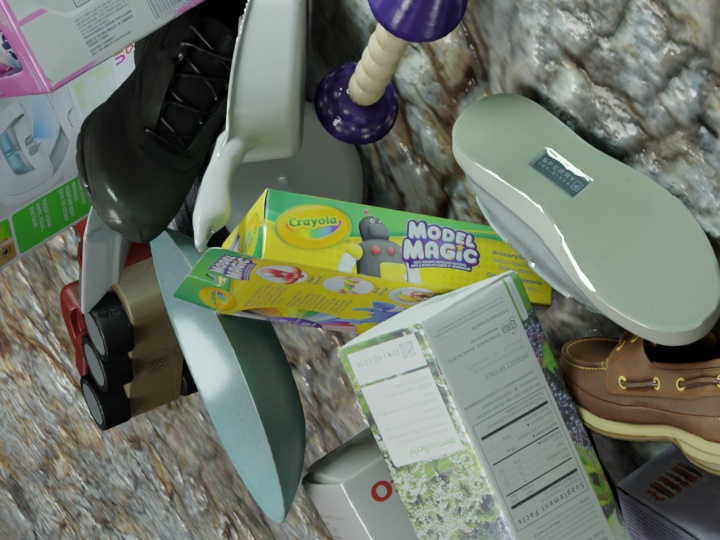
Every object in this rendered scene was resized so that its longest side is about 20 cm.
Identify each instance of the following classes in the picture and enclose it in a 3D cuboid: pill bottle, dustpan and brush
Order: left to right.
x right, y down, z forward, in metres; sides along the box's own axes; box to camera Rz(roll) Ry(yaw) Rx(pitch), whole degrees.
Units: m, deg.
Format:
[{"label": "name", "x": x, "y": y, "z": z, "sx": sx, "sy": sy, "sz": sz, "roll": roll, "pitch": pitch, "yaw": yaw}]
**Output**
[{"label": "pill bottle", "x": -0.080, "y": -0.043, "z": 1.801, "sx": 0.107, "sy": 0.106, "sz": 0.200, "roll": 58, "pitch": 158, "yaw": -5}, {"label": "dustpan and brush", "x": -0.063, "y": -0.091, "z": 1.607, "sx": 0.140, "sy": 0.057, "sz": 0.201, "roll": 91, "pitch": -178, "yaw": -54}]

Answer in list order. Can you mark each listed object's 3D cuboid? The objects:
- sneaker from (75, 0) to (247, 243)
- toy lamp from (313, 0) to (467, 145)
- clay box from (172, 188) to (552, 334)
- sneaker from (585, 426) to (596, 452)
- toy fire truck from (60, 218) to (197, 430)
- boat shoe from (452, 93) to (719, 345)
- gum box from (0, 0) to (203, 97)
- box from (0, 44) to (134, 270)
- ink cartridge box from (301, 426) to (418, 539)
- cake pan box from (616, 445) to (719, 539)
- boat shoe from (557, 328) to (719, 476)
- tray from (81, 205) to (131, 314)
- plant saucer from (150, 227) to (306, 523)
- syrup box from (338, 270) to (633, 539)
[{"label": "sneaker", "x": -0.111, "y": -0.108, "z": 1.686, "sx": 0.076, "sy": 0.201, "sz": 0.091, "roll": 31, "pitch": 144, "yaw": -22}, {"label": "toy lamp", "x": 0.020, "y": -0.130, "z": 1.550, "sx": 0.058, "sy": 0.058, "sz": 0.200, "roll": 53, "pitch": 160, "yaw": 9}, {"label": "clay box", "x": 0.000, "y": 0.000, "z": 1.601, "sx": 0.115, "sy": 0.199, "sz": 0.048, "roll": 136, "pitch": 142, "yaw": -67}, {"label": "sneaker", "x": 0.114, "y": 0.150, "z": 1.618, "sx": 0.091, "sy": 0.075, "sz": 0.201, "roll": -174, "pitch": 67, "yaw": -80}, {"label": "toy fire truck", "x": -0.210, "y": 0.002, "z": 2.133, "sx": 0.201, "sy": 0.128, "sz": 0.176, "roll": 60, "pitch": 161, "yaw": 24}, {"label": "boat shoe", "x": 0.124, "y": -0.018, "z": 1.481, "sx": 0.201, "sy": 0.070, "sz": 0.072, "roll": 45, "pitch": 166, "yaw": 37}, {"label": "gum box", "x": -0.148, "y": -0.172, "z": 1.642, "sx": 0.113, "sy": 0.200, "sz": 0.066, "roll": -1, "pitch": 120, "yaw": 62}, {"label": "box", "x": -0.237, "y": -0.121, "z": 1.926, "sx": 0.097, "sy": 0.176, "sz": 0.201, "roll": 44, "pitch": 154, "yaw": 33}, {"label": "ink cartridge box", "x": 0.078, "y": 0.173, "z": 1.707, "sx": 0.201, "sy": 0.146, "sz": 0.084, "roll": 59, "pitch": 164, "yaw": -8}, {"label": "cake pan box", "x": 0.237, "y": 0.216, "z": 1.571, "sx": 0.200, "sy": 0.052, "sz": 0.185, "roll": 31, "pitch": 148, "yaw": 48}, {"label": "boat shoe", "x": 0.170, "y": 0.055, "z": 1.479, "sx": 0.200, "sy": 0.072, "sz": 0.068, "roll": 18, "pitch": 119, "yaw": 61}, {"label": "tray", "x": -0.149, "y": -0.077, "z": 1.841, "sx": 0.022, "sy": 0.201, "sz": 0.108, "roll": 14, "pitch": 150, "yaw": 1}, {"label": "plant saucer", "x": -0.074, "y": 0.058, "z": 1.726, "sx": 0.202, "sy": 0.039, "sz": 0.201, "roll": 60, "pitch": 166, "yaw": 26}, {"label": "syrup box", "x": 0.075, "y": 0.112, "z": 1.515, "sx": 0.079, "sy": 0.081, "sz": 0.201, "roll": -20, "pitch": 95, "yaw": 52}]
